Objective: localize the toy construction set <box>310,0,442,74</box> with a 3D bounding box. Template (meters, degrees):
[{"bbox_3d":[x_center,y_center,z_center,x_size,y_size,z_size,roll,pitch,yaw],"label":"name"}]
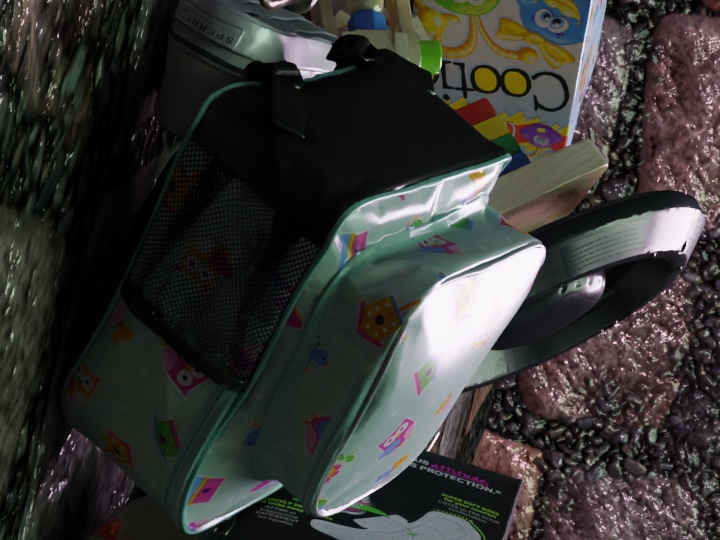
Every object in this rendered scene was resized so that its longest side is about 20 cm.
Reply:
[{"bbox_3d":[-0.005,-0.117,1.430,0.200,0.092,0.131,84,1,-77],"label":"toy construction set"}]

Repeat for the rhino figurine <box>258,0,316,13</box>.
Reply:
[{"bbox_3d":[-0.019,-0.195,1.250,0.088,0.060,0.200,66,35,-45],"label":"rhino figurine"}]

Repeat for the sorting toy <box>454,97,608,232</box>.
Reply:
[{"bbox_3d":[0.000,0.000,1.405,0.200,0.070,0.199,-25,163,-33],"label":"sorting toy"}]

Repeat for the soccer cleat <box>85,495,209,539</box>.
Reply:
[{"bbox_3d":[-0.118,0.196,1.218,0.200,0.069,0.078,-68,155,-2],"label":"soccer cleat"}]

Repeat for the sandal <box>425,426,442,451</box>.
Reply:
[{"bbox_3d":[0.014,0.143,1.506,0.082,0.055,0.200,-60,177,-44],"label":"sandal"}]

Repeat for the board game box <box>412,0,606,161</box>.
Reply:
[{"bbox_3d":[0.089,-0.171,1.542,0.200,0.103,0.105,95,11,-50],"label":"board game box"}]

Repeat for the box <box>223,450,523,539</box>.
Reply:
[{"bbox_3d":[-0.011,0.180,1.255,0.200,0.124,0.149,-59,165,-68],"label":"box"}]

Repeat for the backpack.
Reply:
[{"bbox_3d":[-0.029,0.021,1.162,0.200,0.153,0.176,-51,168,28],"label":"backpack"}]

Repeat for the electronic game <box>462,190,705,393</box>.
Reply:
[{"bbox_3d":[0.091,0.013,1.419,0.200,0.200,0.042,73,-8,-75],"label":"electronic game"}]

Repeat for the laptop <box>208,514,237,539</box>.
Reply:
[{"bbox_3d":[-0.038,0.197,1.413,0.200,0.103,0.177,-29,139,-44],"label":"laptop"}]

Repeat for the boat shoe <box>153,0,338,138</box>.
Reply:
[{"bbox_3d":[-0.052,-0.089,1.236,0.067,0.073,0.200,-62,163,8],"label":"boat shoe"}]

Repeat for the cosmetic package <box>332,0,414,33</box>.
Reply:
[{"bbox_3d":[0.022,-0.229,1.526,0.200,0.052,0.151,74,29,-75],"label":"cosmetic package"}]
